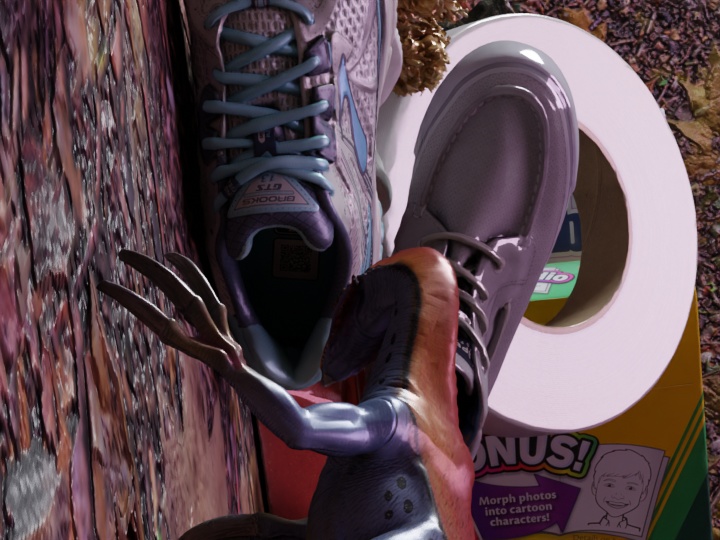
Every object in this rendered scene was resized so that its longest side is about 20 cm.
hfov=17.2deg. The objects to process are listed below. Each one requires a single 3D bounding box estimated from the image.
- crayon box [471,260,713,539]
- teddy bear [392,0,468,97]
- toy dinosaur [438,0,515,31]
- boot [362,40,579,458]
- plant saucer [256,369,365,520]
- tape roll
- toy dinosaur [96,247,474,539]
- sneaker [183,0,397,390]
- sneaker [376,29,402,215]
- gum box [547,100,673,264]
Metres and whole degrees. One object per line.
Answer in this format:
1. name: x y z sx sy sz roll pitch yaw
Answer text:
1. crayon box: 0.081 0.086 1.261 0.058 0.199 0.173 -86 169 -67
2. teddy bear: -0.010 -0.136 1.010 0.145 0.067 0.200 51 -9 -23
3. toy dinosaur: 0.024 -0.115 1.183 0.077 0.102 0.200 58 2 -4
4. boot: 0.044 0.011 0.994 0.096 0.073 0.201 -81 -177 -62
5. plant saucer: -0.013 0.102 1.072 0.200 0.037 0.200 -82 166 -71
6. tape roll: 0.078 -0.022 1.130 0.037 0.202 0.204 -10 -96 51
7. toy dinosaur: 0.007 0.078 0.651 0.182 0.200 0.105 -56 171 -31
8. sneaker: -0.023 -0.049 0.842 0.086 0.077 0.201 -82 166 -60
9. sneaker: -0.029 -0.087 0.965 0.200 0.075 0.089 90 -16 -67
10. gum box: 0.073 -0.030 1.296 0.066 0.199 0.114 -65 151 -83
